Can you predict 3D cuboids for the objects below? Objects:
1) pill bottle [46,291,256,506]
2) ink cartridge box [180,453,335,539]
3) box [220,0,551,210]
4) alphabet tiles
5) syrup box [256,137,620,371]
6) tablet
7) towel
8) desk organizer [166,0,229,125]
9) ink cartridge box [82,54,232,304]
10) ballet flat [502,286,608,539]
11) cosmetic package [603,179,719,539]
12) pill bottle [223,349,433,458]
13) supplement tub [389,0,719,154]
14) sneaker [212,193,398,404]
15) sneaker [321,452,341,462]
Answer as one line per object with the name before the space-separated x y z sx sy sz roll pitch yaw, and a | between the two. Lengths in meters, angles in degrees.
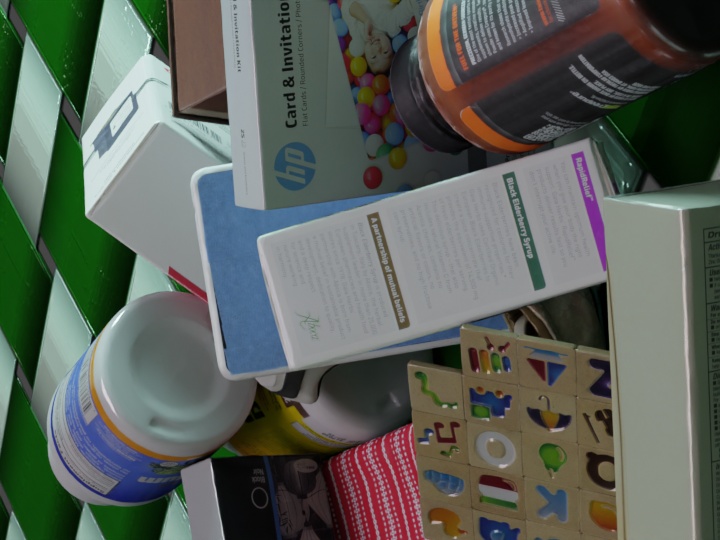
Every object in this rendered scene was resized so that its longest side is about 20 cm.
pill bottle | -0.151 0.097 1.488 0.200 0.111 0.113 -44 59 61
ink cartridge box | -0.054 0.221 1.418 0.039 0.099 0.202 -23 73 43
box | 0.017 -0.125 1.253 0.041 0.198 0.158 12 107 60
alphabet tiles | 0.108 0.118 1.222 0.165 0.006 0.201 10 129 21
syrup box | 0.050 -0.010 1.219 0.079 0.198 0.082 -20 -85 -81
tablet | 0.003 -0.012 1.327 0.014 0.198 0.132 -174 74 -85
towel | 0.019 0.180 1.400 0.200 0.022 0.146 -31 68 61
desk organizer | -0.077 -0.201 1.400 0.077 0.071 0.202 -19 71 50
ink cartridge box | -0.110 -0.055 1.483 0.085 0.144 0.200 -51 17 9
ballet flat | 0.121 0.102 1.271 0.067 0.062 0.202 -25 77 59
cosmetic package | 0.186 0.058 1.100 0.073 0.103 0.202 12 107 60
pill bottle | -0.039 0.076 1.506 0.200 0.108 0.110 -27 74 60
supplement tub | 0.102 -0.127 1.158 0.199 0.106 0.108 -24 77 47
sneaker | 0.000 0.000 1.379 0.080 0.200 0.074 48 178 -22
sneaker | -0.054 0.222 1.516 0.083 0.200 0.122 -15 104 41
